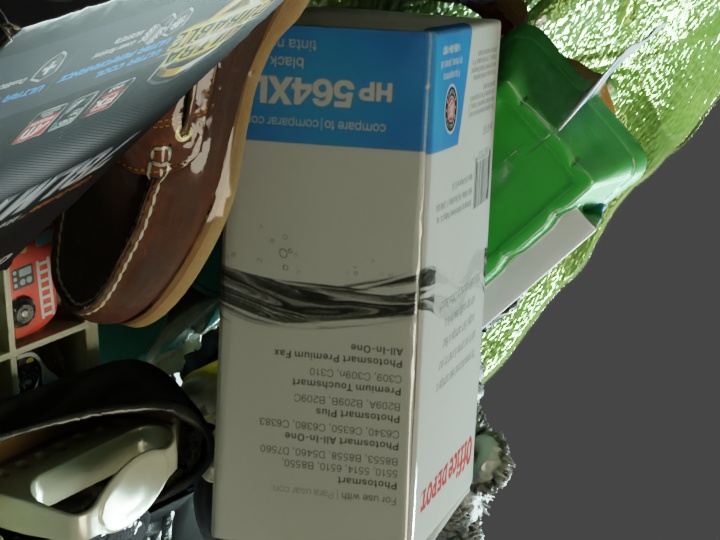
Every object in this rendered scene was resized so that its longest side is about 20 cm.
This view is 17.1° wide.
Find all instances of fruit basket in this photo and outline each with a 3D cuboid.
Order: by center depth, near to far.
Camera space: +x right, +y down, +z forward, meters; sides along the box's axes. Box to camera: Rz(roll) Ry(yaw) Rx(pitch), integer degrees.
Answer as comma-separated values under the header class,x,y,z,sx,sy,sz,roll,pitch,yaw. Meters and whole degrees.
class,x,y,z,sx,sy,sz,roll,pitch,yaw
fruit basket,0.069,-0.041,1.117,0.185,0.094,0.200,-42,174,16

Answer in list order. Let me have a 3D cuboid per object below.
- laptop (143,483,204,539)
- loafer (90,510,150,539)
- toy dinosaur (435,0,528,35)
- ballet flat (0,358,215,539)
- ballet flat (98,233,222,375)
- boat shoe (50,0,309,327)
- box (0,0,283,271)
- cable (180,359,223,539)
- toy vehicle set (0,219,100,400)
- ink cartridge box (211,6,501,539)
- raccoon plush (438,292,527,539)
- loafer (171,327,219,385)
class,x,y,z,sx,sy,sz,roll,pitch,yaw
laptop,-0.104,0.211,1.077,0.199,0.103,0.178,-24,140,-35
loafer,-0.163,0.117,0.952,0.200,0.063,0.072,-23,146,-54
toy dinosaur,0.031,-0.131,1.035,0.180,0.105,0.201,-14,146,-26
ballet flat,-0.135,0.082,0.871,0.199,0.068,0.068,-24,124,-36
ballet flat,-0.091,0.010,1.030,0.200,0.072,0.072,-40,149,-23
boat shoe,-0.073,-0.072,0.847,0.070,0.070,0.201,3,117,-45
box,-0.116,-0.044,0.715,0.198,0.050,0.200,-43,174,30
cable,-0.031,0.052,1.083,0.200,0.050,0.098,-49,128,-50
toy vehicle set,-0.156,0.006,0.883,0.124,0.026,0.201,-23,125,-37
ink cartridge box,0.000,0.000,0.949,0.146,0.084,0.202,-29,124,-76
raccoon plush,0.060,0.056,1.224,0.200,0.134,0.097,-38,147,-29
loafer,-0.054,0.075,1.142,0.072,0.063,0.200,-49,152,-14
